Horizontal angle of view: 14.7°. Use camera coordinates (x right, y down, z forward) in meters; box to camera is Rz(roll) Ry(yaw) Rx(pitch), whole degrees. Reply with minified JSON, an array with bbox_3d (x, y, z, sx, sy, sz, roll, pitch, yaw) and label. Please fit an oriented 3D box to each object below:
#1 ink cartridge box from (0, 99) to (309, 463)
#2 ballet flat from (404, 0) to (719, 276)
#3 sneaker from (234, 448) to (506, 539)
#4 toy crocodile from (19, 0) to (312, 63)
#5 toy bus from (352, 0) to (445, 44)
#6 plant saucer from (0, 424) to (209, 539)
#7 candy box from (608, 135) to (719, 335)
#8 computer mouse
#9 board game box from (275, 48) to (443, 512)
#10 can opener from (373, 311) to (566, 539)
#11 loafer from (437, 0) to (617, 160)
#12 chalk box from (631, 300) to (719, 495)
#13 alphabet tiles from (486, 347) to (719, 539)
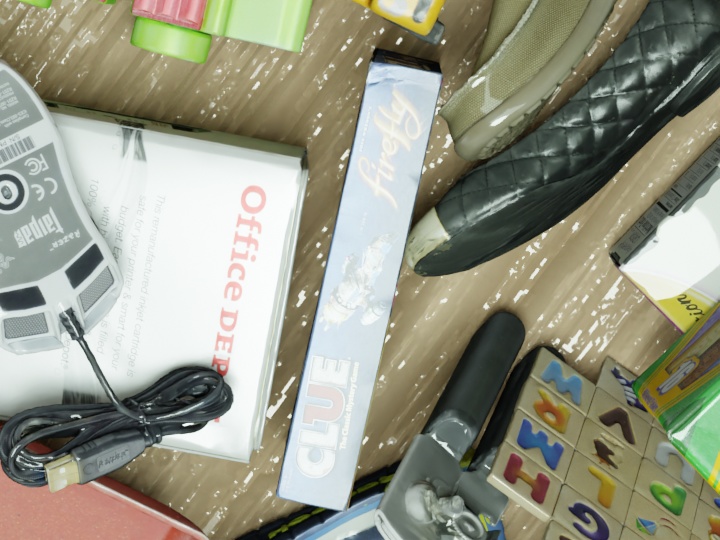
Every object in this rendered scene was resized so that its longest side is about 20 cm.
[{"bbox_3d":[-0.132,-0.002,1.320,0.199,0.083,0.148,11,97,0],"label":"ink cartridge box"},{"bbox_3d":[0.099,-0.067,1.329,0.200,0.066,0.057,-39,73,0],"label":"ballet flat"},{"bbox_3d":[-0.019,0.158,1.344,0.199,0.074,0.083,-24,98,4],"label":"sneaker"},{"bbox_3d":[-0.119,-0.145,1.314,0.199,0.062,0.068,18,97,-1],"label":"toy crocodile"},{"bbox_3d":[0.012,-0.149,1.243,0.078,0.200,0.065,26,96,-3],"label":"toy bus"},{"bbox_3d":[-0.194,0.141,1.320,0.199,0.037,0.200,27,124,-9],"label":"plant saucer"},{"bbox_3d":[0.235,-0.029,1.326,0.136,0.061,0.200,43,96,-5],"label":"candy box"},{"bbox_3d":[-0.145,-0.003,1.252,0.109,0.044,0.201,-26,92,-18],"label":"computer mouse"},{"bbox_3d":[0.000,0.000,1.294,0.034,0.136,0.201,12,96,-1],"label":"board game box"},{"bbox_3d":[0.042,0.092,1.284,0.053,0.200,0.067,39,120,-4],"label":"can opener"},{"bbox_3d":[0.087,-0.136,1.286,0.067,0.076,0.200,35,64,-1],"label":"loafer"},{"bbox_3d":[0.239,0.036,1.241,0.200,0.124,0.124,-44,97,5],"label":"chalk box"},{"bbox_3d":[0.138,0.112,1.278,0.166,0.200,0.006,36,117,-3],"label":"alphabet tiles"}]
